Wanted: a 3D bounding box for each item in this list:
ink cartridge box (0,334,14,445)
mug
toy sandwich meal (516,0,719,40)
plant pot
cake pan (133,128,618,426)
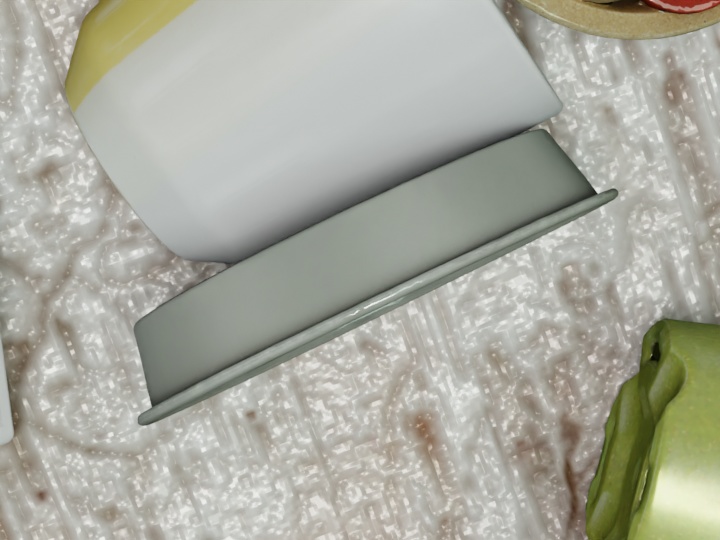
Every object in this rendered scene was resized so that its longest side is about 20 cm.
[{"bbox_3d":[-0.235,0.030,0.894,0.200,0.068,0.116,-16,107,-35],"label":"ink cartridge box"},{"bbox_3d":[-0.033,-0.093,0.931,0.153,0.187,0.149,-35,140,7],"label":"mug"},{"bbox_3d":[0.111,-0.189,0.941,0.205,0.070,0.206,-1,95,-16],"label":"toy sandwich meal"},{"bbox_3d":[0.192,0.104,0.992,0.184,0.200,0.201,14,100,-3],"label":"plant pot"},{"bbox_3d":[0.000,0.000,0.918,0.200,0.200,0.037,-25,88,-5],"label":"cake pan"}]
